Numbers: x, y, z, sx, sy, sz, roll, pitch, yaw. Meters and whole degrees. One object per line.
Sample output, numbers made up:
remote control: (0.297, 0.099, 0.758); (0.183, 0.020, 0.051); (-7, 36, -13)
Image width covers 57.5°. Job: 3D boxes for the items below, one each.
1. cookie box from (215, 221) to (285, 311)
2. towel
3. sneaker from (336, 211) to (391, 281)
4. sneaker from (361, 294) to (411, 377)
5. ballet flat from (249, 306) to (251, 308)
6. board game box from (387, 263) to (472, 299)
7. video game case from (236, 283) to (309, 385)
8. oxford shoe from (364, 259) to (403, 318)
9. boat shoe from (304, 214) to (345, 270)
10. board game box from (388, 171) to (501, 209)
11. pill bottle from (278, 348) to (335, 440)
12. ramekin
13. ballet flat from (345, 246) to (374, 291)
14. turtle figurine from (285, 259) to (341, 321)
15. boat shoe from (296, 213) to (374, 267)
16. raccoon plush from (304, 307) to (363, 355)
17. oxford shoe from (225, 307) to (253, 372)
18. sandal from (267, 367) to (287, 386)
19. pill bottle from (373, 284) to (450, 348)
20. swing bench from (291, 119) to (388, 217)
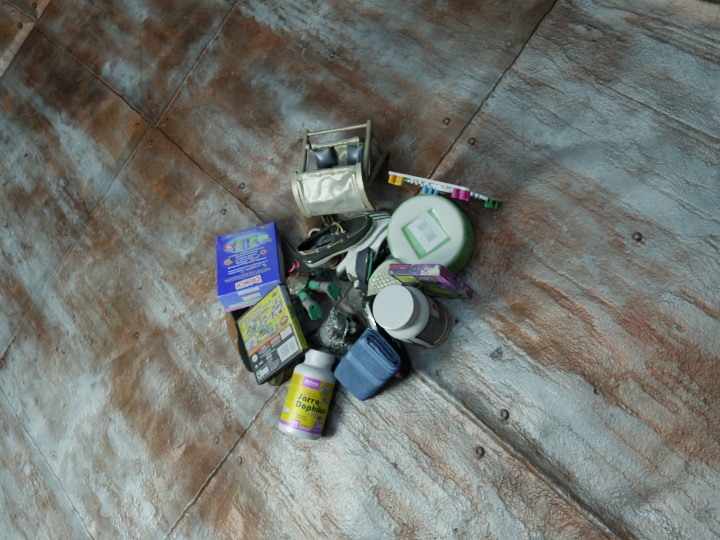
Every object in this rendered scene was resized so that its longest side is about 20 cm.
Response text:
cookie box: (-0.285, -0.011, 1.707); (0.170, 0.075, 0.201); (-14, 52, 5)
towel: (0.017, 0.213, 1.466); (0.112, 0.048, 0.200); (45, 140, 8)
sneaker: (0.008, -0.067, 1.623); (0.200, 0.076, 0.116); (-39, 51, 5)
sneaker: (0.036, 0.157, 1.490); (0.086, 0.080, 0.202); (-15, 98, 35)
ballet flat: (-0.268, 0.090, 1.723); (0.074, 0.074, 0.200); (-44, 59, 11)
board game box: (0.155, 0.025, 1.425); (0.119, 0.200, 0.033); (6, 76, 30)
video game case: (-0.221, 0.159, 1.622); (0.200, 0.025, 0.182); (-39, 65, 36)
oxford shoe: (0.055, 0.043, 1.506); (0.075, 0.201, 0.058); (25, 43, 8)
boat shoe: (-0.100, -0.098, 1.681); (0.075, 0.075, 0.203); (-37, 60, 15)
board game box: (0.190, -0.178, 1.471); (0.199, 0.199, 0.026); (18, 97, 32)
pill bottle: (-0.120, 0.291, 1.556); (0.104, 0.104, 0.202); (10, 80, 31)
ramekin: (0.154, -0.076, 1.485); (0.198, 0.098, 0.202); (-2, 82, 13)
ballet flat: (0.000, 0.000, 1.521); (0.072, 0.200, 0.074); (-1, 69, 4)
turtle figurine: (-0.135, 0.051, 1.616); (0.200, 0.100, 0.151); (22, 83, 58)
boat shoe: (-0.060, -0.080, 1.581); (0.200, 0.061, 0.072); (-31, 48, 10)
raccoon plush: (-0.087, 0.156, 1.560); (0.199, 0.134, 0.097); (-25, 65, 21)
oxford shoe: (-0.309, 0.182, 1.732); (0.071, 0.071, 0.201); (-47, 56, 45)
sandal: (-0.196, 0.193, 1.654); (0.081, 0.054, 0.202); (11, 95, 42)
pill bottle: (0.112, 0.099, 1.426); (0.115, 0.200, 0.117); (-9, 71, 26)
swing bench: (-0.055, -0.250, 1.641); (0.197, 0.130, 0.201); (-4, 56, 27)
